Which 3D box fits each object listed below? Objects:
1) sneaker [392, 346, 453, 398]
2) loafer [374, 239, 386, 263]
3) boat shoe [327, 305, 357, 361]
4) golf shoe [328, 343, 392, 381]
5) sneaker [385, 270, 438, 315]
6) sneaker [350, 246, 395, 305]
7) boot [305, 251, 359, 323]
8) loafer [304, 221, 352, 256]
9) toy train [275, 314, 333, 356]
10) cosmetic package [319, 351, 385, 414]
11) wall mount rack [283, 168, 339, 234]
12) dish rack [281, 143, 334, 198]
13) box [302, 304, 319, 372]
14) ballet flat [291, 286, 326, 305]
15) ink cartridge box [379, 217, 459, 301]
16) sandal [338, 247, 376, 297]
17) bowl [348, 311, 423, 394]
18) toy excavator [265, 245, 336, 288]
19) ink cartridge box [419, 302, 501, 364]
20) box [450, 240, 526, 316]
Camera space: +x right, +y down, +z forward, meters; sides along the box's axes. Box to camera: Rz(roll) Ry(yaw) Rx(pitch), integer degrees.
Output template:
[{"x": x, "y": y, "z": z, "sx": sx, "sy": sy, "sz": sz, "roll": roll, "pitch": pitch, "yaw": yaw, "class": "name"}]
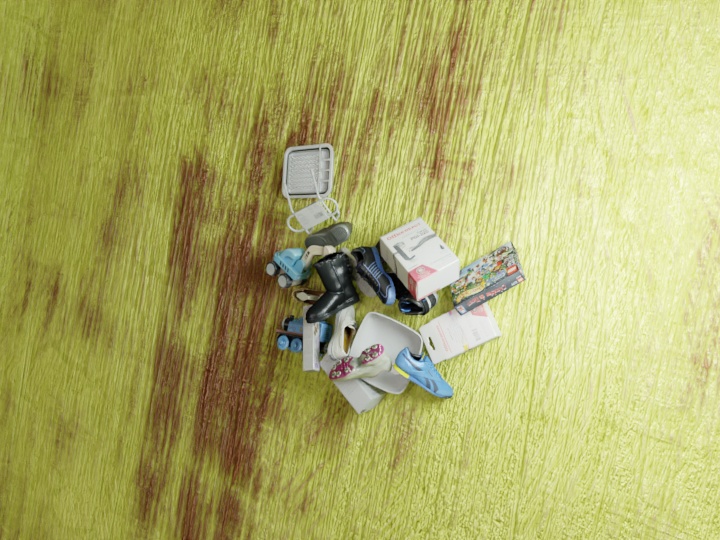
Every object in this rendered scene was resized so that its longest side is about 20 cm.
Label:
[{"x": 0.187, "y": 0.283, "z": 1.543, "sx": 0.198, "sy": 0.066, "sz": 0.079, "roll": 32, "pitch": 100, "yaw": -10, "class": "sneaker"}, {"x": 0.119, "y": -0.036, "z": 1.645, "sx": 0.198, "sy": 0.072, "sz": 0.064, "roll": 25, "pitch": 94, "yaw": 31, "class": "loafer"}, {"x": -0.040, "y": 0.177, "z": 1.672, "sx": 0.069, "sy": 0.071, "sz": 0.202, "roll": -18, "pitch": 36, "yaw": 33, "class": "boat shoe"}, {"x": 0.001, "y": 0.282, "z": 1.583, "sx": 0.198, "sy": 0.092, "sz": 0.076, "roll": -26, "pitch": 32, "yaw": 26, "class": "golf shoe"}, {"x": 0.116, "y": 0.066, "z": 1.605, "sx": 0.197, "sy": 0.111, "sz": 0.074, "roll": 21, "pitch": 121, "yaw": 28, "class": "sneaker"}, {"x": 0.033, "y": 0.016, "z": 1.608, "sx": 0.071, "sy": 0.077, "sz": 0.202, "roll": -60, "pitch": 44, "yaw": 44, "class": "sneaker"}, {"x": -0.100, "y": 0.047, "z": 1.672, "sx": 0.073, "sy": 0.196, "sz": 0.165, "roll": 21, "pitch": 133, "yaw": 64, "class": "boot"}, {"x": -0.096, "y": -0.104, "z": 1.776, "sx": 0.198, "sy": 0.070, "sz": 0.076, "roll": -17, "pitch": 106, "yaw": 38, "class": "loafer"}, {"x": -0.183, "y": 0.209, "z": 1.792, "sx": 0.197, "sy": 0.086, "sz": 0.117, "roll": 7, "pitch": 82, "yaw": 30, "class": "toy train"}, {"x": -0.024, "y": 0.326, "z": 1.684, "sx": 0.200, "sy": 0.101, "sz": 0.074, "roll": 46, "pitch": 109, "yaw": 22, "class": "cosmetic package"}, {"x": -0.161, "y": -0.213, "z": 1.766, "sx": 0.198, "sy": 0.075, "sz": 0.175, "roll": -22, "pitch": 116, "yaw": 28, "class": "wall mount rack"}, {"x": -0.166, "y": -0.322, "z": 1.834, "sx": 0.197, "sy": 0.043, "sz": 0.176, "roll": 2, "pitch": 89, "yaw": 29, "class": "dish rack"}, {"x": -0.151, "y": 0.207, "z": 1.704, "sx": 0.041, "sy": 0.039, "sz": 0.204, "roll": -12, "pitch": 68, "yaw": 24, "class": "box"}, {"x": -0.135, "y": 0.094, "z": 1.780, "sx": 0.197, "sy": 0.063, "sz": 0.070, "roll": 7, "pitch": 91, "yaw": 29, "class": "ballet flat"}, {"x": 0.162, "y": -0.037, "z": 1.550, "sx": 0.144, "sy": 0.086, "sz": 0.201, "roll": -26, "pitch": 50, "yaw": -14, "class": "ink cartridge box"}, {"x": 0.002, "y": -0.005, "z": 1.714, "sx": 0.203, "sy": 0.049, "sz": 0.083, "roll": 50, "pitch": 143, "yaw": 30, "class": "sandal"}, {"x": 0.078, "y": 0.237, "z": 1.632, "sx": 0.197, "sy": 0.074, "sz": 0.203, "roll": 25, "pitch": 99, "yaw": 16, "class": "bowl"}, {"x": -0.186, "y": -0.031, "z": 1.776, "sx": 0.194, "sy": 0.099, "sz": 0.202, "roll": 41, "pitch": 116, "yaw": 25, "class": "toy excavator"}, {"x": 0.274, "y": 0.168, "z": 1.545, "sx": 0.198, "sy": 0.067, "sz": 0.118, "roll": -29, "pitch": 73, "yaw": 23, "class": "ink cartridge box"}, {"x": 0.334, "y": 0.020, "z": 1.490, "sx": 0.198, "sy": 0.038, "sz": 0.138, "roll": -33, "pitch": 28, "yaw": 24, "class": "box"}]
